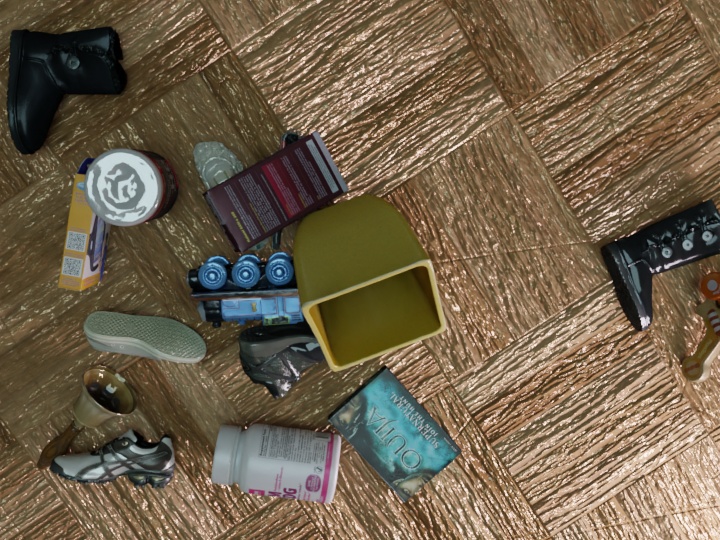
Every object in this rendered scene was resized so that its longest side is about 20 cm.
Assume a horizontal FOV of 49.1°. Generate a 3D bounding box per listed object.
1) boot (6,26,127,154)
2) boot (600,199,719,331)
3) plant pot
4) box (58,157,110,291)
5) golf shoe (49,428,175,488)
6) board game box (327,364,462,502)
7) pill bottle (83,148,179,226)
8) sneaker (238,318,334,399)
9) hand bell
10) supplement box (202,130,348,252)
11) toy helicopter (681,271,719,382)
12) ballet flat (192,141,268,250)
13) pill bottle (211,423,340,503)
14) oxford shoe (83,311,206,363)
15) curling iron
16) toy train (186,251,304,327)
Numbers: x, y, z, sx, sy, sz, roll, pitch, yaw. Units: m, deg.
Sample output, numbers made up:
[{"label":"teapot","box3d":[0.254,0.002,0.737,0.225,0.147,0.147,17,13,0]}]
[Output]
[{"label":"boot","box3d":[-0.457,-0.282,1.234,0.167,0.076,0.201,1,90,1]},{"label":"boot","box3d":[0.527,-0.008,1.325,0.199,0.066,0.165,-23,99,-4]},{"label":"plant pot","box3d":[0.000,0.000,1.221,0.194,0.200,0.196,-20,142,0]},{"label":"box","box3d":[-0.424,-0.075,1.239,0.041,0.119,0.201,13,96,-4]},{"label":"golf shoe","box3d":[-0.408,0.306,1.310,0.199,0.078,0.095,6,92,-14]},{"label":"board game box","box3d":[0.059,0.280,1.348,0.135,0.028,0.200,-42,97,1]},{"label":"pill bottle","box3d":[-0.337,-0.127,1.196,0.110,0.200,0.111,0,97,-3]},{"label":"sneaker","box3d":[-0.101,0.144,1.307,0.199,0.076,0.115,-8,120,-18]},{"label":"hand bell","box3d":[-0.471,0.261,1.306,0.104,0.104,0.200,42,106,-6]},{"label":"supplement box","box3d":[-0.132,-0.122,1.230,0.200,0.061,0.109,-31,101,-16]},{"label":"toy helicopter","box3d":[0.608,0.108,1.315,0.079,0.132,0.200,6,117,-35]},{"label":"ballet flat","box3d":[-0.205,-0.123,1.272,0.072,0.072,0.200,-30,96,1]},{"label":"pill bottle","box3d":[-0.138,0.315,1.300,0.199,0.113,0.114,8,96,-3]},{"label":"oxford shoe","box3d":[-0.354,0.115,1.299,0.199,0.075,0.058,12,137,-12]},{"label":"curling iron","box3d":[-0.122,-0.132,1.293,0.049,0.026,0.201,12,96,-2]},{"label":"toy train","box3d":[-0.181,0.033,1.281,0.199,0.087,0.115,-4,100,-3]}]
